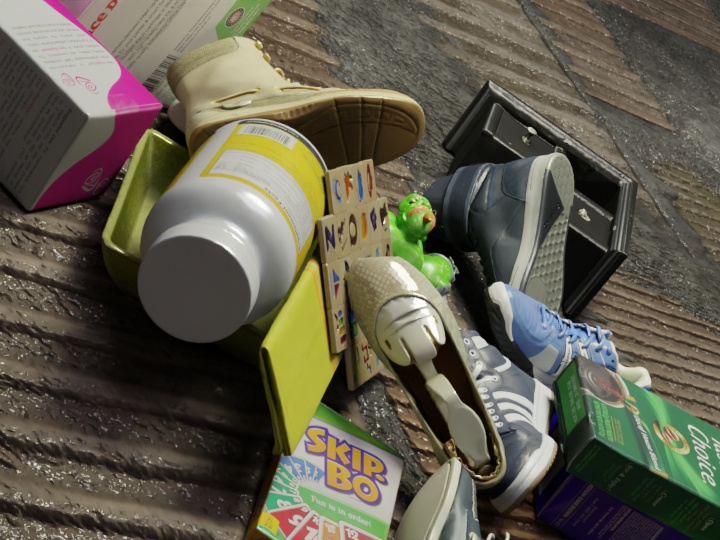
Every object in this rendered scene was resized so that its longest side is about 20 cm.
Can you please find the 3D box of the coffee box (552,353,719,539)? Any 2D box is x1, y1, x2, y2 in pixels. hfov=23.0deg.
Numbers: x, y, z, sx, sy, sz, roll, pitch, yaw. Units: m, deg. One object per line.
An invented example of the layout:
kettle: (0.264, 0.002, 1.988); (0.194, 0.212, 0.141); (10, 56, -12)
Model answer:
coffee box: (0.252, 0.156, 1.449); (0.200, 0.044, 0.123); (29, 27, -16)

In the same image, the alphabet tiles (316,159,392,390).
alphabet tiles: (0.000, 0.000, 1.383); (0.200, 0.006, 0.167); (-26, 110, -74)

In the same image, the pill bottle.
pill bottle: (-0.093, -0.027, 1.269); (0.112, 0.112, 0.200); (35, 26, -5)

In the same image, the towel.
towel: (-0.040, 0.049, 1.265); (0.200, 0.018, 0.086); (-63, 144, -63)

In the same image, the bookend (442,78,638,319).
bookend: (0.176, -0.078, 1.820); (0.200, 0.092, 0.199); (35, 26, -4)

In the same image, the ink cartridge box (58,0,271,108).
ink cartridge box: (-0.191, -0.230, 1.509); (0.084, 0.146, 0.200); (51, 18, 24)

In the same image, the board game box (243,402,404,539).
board game box: (-0.022, 0.160, 1.265); (0.095, 0.030, 0.200); (34, 24, -8)

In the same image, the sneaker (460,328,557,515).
sneaker: (0.099, 0.117, 1.429); (0.108, 0.070, 0.200); (40, 19, -7)

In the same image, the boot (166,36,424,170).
boot: (-0.058, -0.144, 1.494); (0.199, 0.073, 0.156); (-9, 33, -11)

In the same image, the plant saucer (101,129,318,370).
plant saucer: (-0.112, -0.005, 1.391); (0.200, 0.048, 0.200); (32, 27, -14)

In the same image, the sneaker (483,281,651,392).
sneaker: (0.179, 0.066, 1.550); (0.200, 0.077, 0.076); (41, 26, -35)

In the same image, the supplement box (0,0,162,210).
supplement box: (-0.268, -0.153, 1.375); (0.200, 0.103, 0.101); (44, 26, 15)

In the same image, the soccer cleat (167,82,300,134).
soccer cleat: (-0.090, -0.142, 1.608); (0.200, 0.078, 0.069); (5, 40, -47)

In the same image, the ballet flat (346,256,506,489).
ballet flat: (0.057, 0.074, 1.319); (0.200, 0.067, 0.062); (59, -4, -6)

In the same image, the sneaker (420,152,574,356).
sneaker: (0.116, -0.010, 1.664); (0.077, 0.146, 0.203); (37, 59, -50)

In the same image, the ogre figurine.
ogre figurine: (0.018, -0.032, 1.553); (0.200, 0.098, 0.120); (62, 0, -28)

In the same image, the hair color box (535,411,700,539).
hair color box: (0.241, 0.202, 1.482); (0.200, 0.065, 0.109); (30, 26, -12)

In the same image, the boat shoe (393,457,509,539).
boat shoe: (0.060, 0.208, 1.231); (0.062, 0.075, 0.200); (31, 28, -9)
